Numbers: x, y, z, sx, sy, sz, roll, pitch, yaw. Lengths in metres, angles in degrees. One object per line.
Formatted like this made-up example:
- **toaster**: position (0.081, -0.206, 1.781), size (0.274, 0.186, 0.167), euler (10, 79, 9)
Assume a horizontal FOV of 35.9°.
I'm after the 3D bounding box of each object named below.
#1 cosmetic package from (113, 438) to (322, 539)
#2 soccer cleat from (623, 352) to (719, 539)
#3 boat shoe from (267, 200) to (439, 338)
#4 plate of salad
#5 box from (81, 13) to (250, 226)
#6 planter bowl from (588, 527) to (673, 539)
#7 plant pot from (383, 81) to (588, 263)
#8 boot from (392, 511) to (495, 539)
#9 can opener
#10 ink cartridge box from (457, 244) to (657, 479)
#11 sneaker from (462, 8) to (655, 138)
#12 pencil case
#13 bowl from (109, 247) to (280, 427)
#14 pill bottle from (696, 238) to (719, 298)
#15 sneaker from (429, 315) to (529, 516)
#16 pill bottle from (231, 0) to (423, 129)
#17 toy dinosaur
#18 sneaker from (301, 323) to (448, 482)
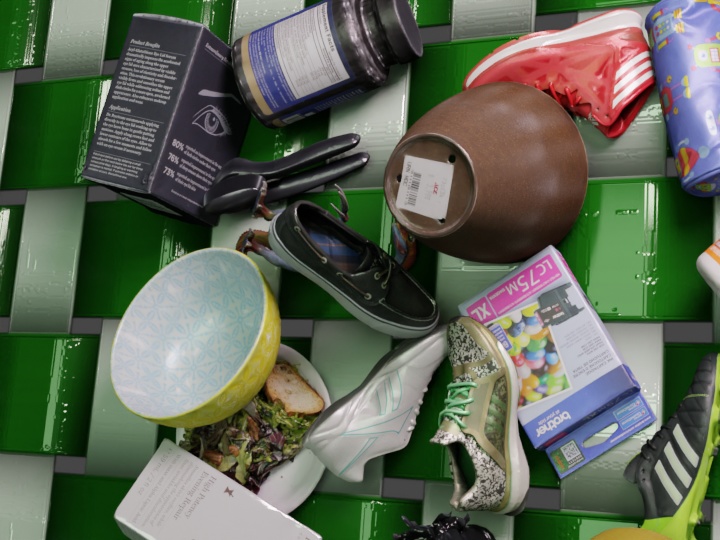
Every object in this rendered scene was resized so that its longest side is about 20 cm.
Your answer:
- **cosmetic package**: position (-0.145, 0.274, 1.152), size (0.198, 0.074, 0.102), euler (28, 66, 11)
- **soccer cleat**: position (0.292, 0.170, 1.034), size (0.080, 0.067, 0.203), euler (13, 86, 27)
- **boat shoe**: position (0.000, 0.000, 1.102), size (0.198, 0.057, 0.069), euler (31, 55, -12)
- **plate of salad**: position (-0.123, 0.176, 1.222), size (0.197, 0.048, 0.203), euler (-5, 77, 22)
- **box**: position (-0.214, -0.172, 1.287), size (0.103, 0.148, 0.203), euler (14, 82, 26)
- **planter bowl**: position (0.248, 0.290, 0.990), size (0.198, 0.202, 0.084), euler (12, 47, 25)
- **plant pot**: position (0.103, -0.088, 1.072), size (0.184, 0.199, 0.190), euler (4, 100, 27)
- **boot**: position (0.098, 0.321, 1.028), size (0.073, 0.162, 0.201), euler (-21, 70, 19)
- **can opener**: position (-0.083, -0.105, 1.267), size (0.197, 0.064, 0.079), euler (-16, 45, 9)
- **ink cartridge box**: position (0.194, 0.090, 1.110), size (0.119, 0.042, 0.202), euler (-33, 69, 14)
- **sneaker**: position (0.207, -0.184, 1.146), size (0.198, 0.078, 0.117), euler (-21, 69, 19)
- **pencil case**: position (0.337, -0.171, 1.085), size (0.085, 0.078, 0.203), euler (-8, 73, 1)
- **bowl**: position (-0.158, 0.088, 1.192), size (0.198, 0.108, 0.202), euler (-16, 53, 23)
- **pill bottle**: position (0.413, -0.031, 1.003), size (0.200, 0.109, 0.110), euler (-42, 66, 9)
- **sneaker**: position (0.106, 0.144, 1.084), size (0.077, 0.088, 0.203), euler (-23, 75, 51)
- **pill bottle**: position (-0.036, -0.243, 1.246), size (0.198, 0.112, 0.113), euler (-19, 71, 18)
- **toy dinosaur**: position (-0.034, -0.036, 1.224), size (0.179, 0.200, 0.107), euler (17, 87, -12)
- **sneaker**: position (0.034, 0.137, 1.161), size (0.200, 0.070, 0.080), euler (-43, 93, 2)
